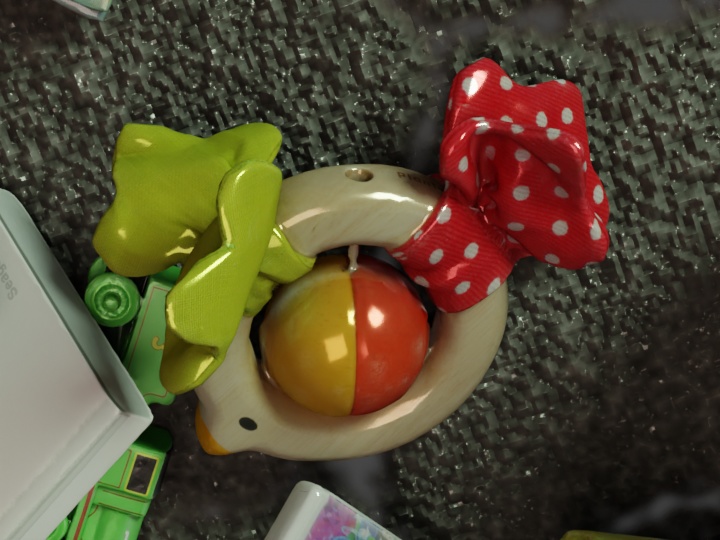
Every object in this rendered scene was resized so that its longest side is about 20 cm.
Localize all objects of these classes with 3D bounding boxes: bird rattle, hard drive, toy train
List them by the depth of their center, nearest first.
[{"bbox_3d":[0.000,0.000,0.733,0.198,0.113,0.164,-9,129,-20],"label":"bird rattle"},{"bbox_3d":[-0.180,0.081,0.759,0.200,0.026,0.132,-48,55,14],"label":"hard drive"},{"bbox_3d":[-0.110,0.086,0.785,0.056,0.042,0.201,17,105,-10],"label":"toy train"}]

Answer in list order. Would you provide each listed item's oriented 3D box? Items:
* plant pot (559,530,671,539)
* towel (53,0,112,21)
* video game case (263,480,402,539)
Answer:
[{"bbox_3d":[0.148,0.180,0.695,0.183,0.200,0.202,13,105,0],"label":"plant pot"},{"bbox_3d":[-0.159,-0.204,0.728,0.199,0.022,0.148,25,104,1],"label":"towel"},{"bbox_3d":[-0.002,0.214,0.745,0.182,0.024,0.201,36,77,-22],"label":"video game case"}]
